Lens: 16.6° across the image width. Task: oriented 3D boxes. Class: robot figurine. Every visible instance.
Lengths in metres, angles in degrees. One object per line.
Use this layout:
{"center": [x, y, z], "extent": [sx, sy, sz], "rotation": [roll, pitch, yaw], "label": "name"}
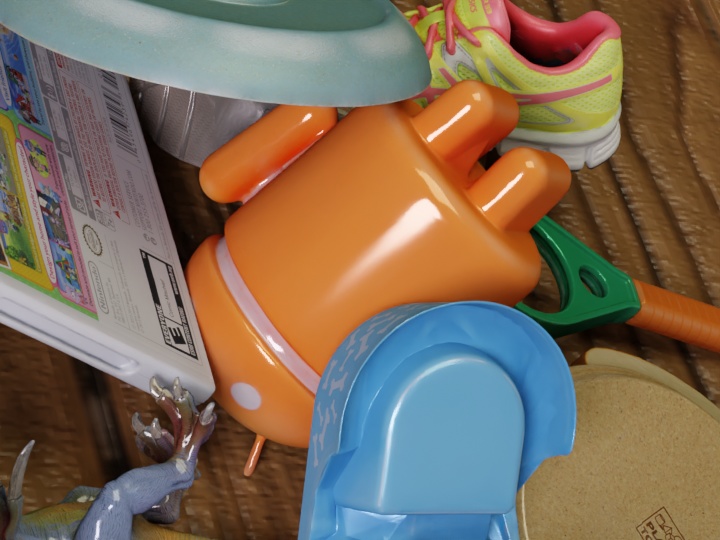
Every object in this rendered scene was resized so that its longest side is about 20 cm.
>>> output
{"center": [0.001, 0.001, 1.107], "extent": [0.144, 0.200, 0.117], "rotation": [43, 15, -26], "label": "robot figurine"}

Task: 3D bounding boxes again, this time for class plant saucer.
{"center": [-0.064, -0.115, 1.072], "extent": [0.199, 0.028, 0.200], "rotation": [11, 18, -4], "label": "plant saucer"}

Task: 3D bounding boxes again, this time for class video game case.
{"center": [-0.145, -0.052, 1.046], "extent": [0.182, 0.022, 0.201], "rotation": [31, 33, -49], "label": "video game case"}

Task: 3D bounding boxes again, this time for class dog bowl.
{"center": [0.025, 0.107, 1.041], "extent": [0.111, 0.201, 0.050], "rotation": [2, 9, -27], "label": "dog bowl"}

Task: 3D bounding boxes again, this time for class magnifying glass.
{"center": [0.120, 0.011, 1.261], "extent": [0.199, 0.022, 0.080], "rotation": [16, 45, -36], "label": "magnifying glass"}

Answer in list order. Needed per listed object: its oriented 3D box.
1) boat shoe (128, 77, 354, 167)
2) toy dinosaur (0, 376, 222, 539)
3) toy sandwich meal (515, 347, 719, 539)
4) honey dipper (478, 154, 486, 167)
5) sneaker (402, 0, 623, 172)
{"center": [-0.019, -0.054, 1.202], "extent": [0.200, 0.076, 0.072], "rotation": [39, 17, 9], "label": "boat shoe"}
{"center": [-0.129, 0.120, 0.990], "extent": [0.200, 0.105, 0.182], "rotation": [48, 63, -7], "label": "toy dinosaur"}
{"center": [0.120, 0.131, 1.158], "extent": [0.204, 0.070, 0.206], "rotation": [17, 57, -28], "label": "toy sandwich meal"}
{"center": [0.051, -0.017, 1.259], "extent": [0.038, 0.038, 0.201], "rotation": [26, 40, -12], "label": "honey dipper"}
{"center": [0.043, -0.112, 1.269], "extent": [0.199, 0.091, 0.078], "rotation": [4, 43, -10], "label": "sneaker"}
